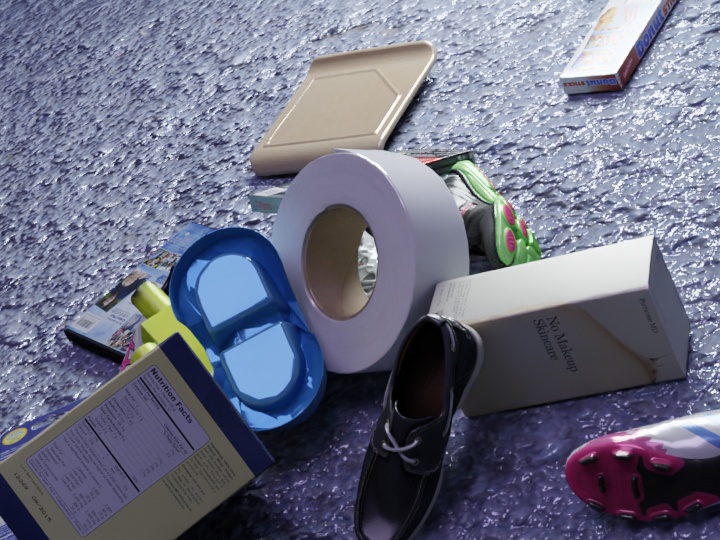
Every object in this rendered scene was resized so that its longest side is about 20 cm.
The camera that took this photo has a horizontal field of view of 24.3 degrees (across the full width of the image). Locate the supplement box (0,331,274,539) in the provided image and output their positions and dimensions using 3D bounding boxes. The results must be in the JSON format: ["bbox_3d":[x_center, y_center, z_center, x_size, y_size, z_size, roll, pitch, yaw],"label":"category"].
[{"bbox_3d":[-0.202,0.171,1.408,0.199,0.134,0.200,-37,1,-14],"label":"supplement box"}]

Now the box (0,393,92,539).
[{"bbox_3d":[-0.294,0.204,1.607,0.121,0.032,0.200,-24,33,7],"label":"box"}]

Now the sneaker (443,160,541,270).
[{"bbox_3d":[0.114,-0.036,1.613,0.084,0.077,0.200,-40,24,5],"label":"sneaker"}]

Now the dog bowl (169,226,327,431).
[{"bbox_3d":[-0.097,0.058,1.518,0.111,0.050,0.201,-28,65,5],"label":"dog bowl"}]

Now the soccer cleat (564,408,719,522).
[{"bbox_3d":[0.255,0.140,1.250,0.199,0.070,0.086,-8,20,26],"label":"soccer cleat"}]

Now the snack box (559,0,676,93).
[{"bbox_3d":[0.290,-0.264,1.841,0.072,0.024,0.200,0,41,37],"label":"snack box"}]

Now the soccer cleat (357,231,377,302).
[{"bbox_3d":[0.000,0.000,1.623,0.068,0.085,0.200,-33,31,-9],"label":"soccer cleat"}]

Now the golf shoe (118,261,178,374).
[{"bbox_3d":[-0.201,0.076,1.653,0.072,0.092,0.200,4,40,8],"label":"golf shoe"}]

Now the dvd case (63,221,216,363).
[{"bbox_3d":[-0.213,0.024,1.821,0.200,0.018,0.142,-42,34,-24],"label":"dvd case"}]

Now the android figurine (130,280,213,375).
[{"bbox_3d":[-0.124,0.066,1.589,0.182,0.041,0.200,-32,60,-25],"label":"android figurine"}]

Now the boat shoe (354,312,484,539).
[{"bbox_3d":[0.036,0.131,1.347,0.072,0.068,0.201,19,86,23],"label":"boat shoe"}]

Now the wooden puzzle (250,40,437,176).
[{"bbox_3d":[-0.016,-0.186,1.963,0.184,0.037,0.200,-4,43,34],"label":"wooden puzzle"}]

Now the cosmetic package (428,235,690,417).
[{"bbox_3d":[0.166,0.049,1.405,0.199,0.104,0.073,-13,34,26],"label":"cosmetic package"}]

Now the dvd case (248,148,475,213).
[{"bbox_3d":[0.000,-0.093,1.727,0.199,0.022,0.146,-16,11,-23],"label":"dvd case"}]

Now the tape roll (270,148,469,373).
[{"bbox_3d":[0.005,-0.008,1.523,0.071,0.204,0.202,-1,10,-41],"label":"tape roll"}]
